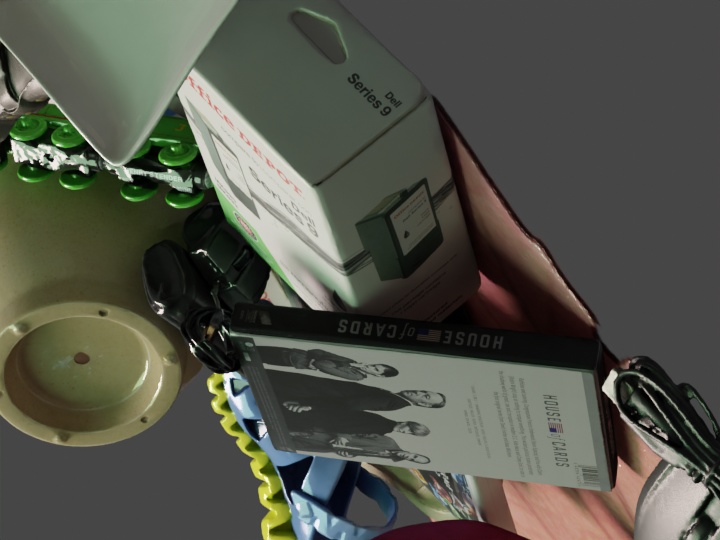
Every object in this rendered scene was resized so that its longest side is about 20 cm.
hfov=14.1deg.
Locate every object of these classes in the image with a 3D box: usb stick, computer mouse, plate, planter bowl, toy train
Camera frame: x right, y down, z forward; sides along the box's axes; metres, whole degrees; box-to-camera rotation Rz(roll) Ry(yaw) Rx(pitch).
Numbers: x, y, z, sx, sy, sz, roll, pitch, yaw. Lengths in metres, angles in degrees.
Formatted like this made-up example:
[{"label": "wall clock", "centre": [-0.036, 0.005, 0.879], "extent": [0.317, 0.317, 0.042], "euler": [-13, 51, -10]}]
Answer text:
[{"label": "usb stick", "centre": [-0.066, 0.041, 1.723], "extent": [0.200, 0.033, 0.056], "euler": [40, -160, -51]}, {"label": "computer mouse", "centre": [-0.073, 0.006, 1.634], "extent": [0.059, 0.034, 0.200], "euler": [52, -166, -19]}, {"label": "plate", "centre": [-0.120, -0.188, 1.416], "extent": [0.200, 0.200, 0.032], "euler": [47, -153, 19]}, {"label": "planter bowl", "centre": [-0.167, 0.020, 1.754], "extent": [0.135, 0.199, 0.201], "euler": [-96, -16, -48]}, {"label": "computer mouse", "centre": [0.173, 0.136, 1.496], "extent": [0.138, 0.053, 0.200], "euler": [45, 166, 23]}, {"label": "toy train", "centre": [-0.166, -0.076, 1.685], "extent": [0.199, 0.056, 0.042], "euler": [11, 128, 24]}]

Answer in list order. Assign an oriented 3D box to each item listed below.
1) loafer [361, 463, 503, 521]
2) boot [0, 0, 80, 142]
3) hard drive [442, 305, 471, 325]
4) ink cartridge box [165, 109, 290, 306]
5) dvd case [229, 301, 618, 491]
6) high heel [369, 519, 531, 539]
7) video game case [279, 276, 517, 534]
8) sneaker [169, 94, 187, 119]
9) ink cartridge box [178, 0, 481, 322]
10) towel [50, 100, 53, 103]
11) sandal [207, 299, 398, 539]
[{"label": "loafer", "centre": [0.014, 0.094, 1.910], "extent": [0.200, 0.076, 0.068], "euler": [27, 153, 41]}, {"label": "boot", "centre": [-0.170, -0.169, 1.541], "extent": [0.174, 0.069, 0.201], "euler": [0, 86, 56]}, {"label": "hard drive", "centre": [0.000, 0.000, 1.760], "extent": [0.200, 0.038, 0.140], "euler": [38, 162, 44]}, {"label": "ink cartridge box", "centre": [-0.106, -0.021, 1.921], "extent": [0.115, 0.068, 0.200], "euler": [59, 177, -31]}, {"label": "dvd case", "centre": [0.038, 0.070, 1.586], "extent": [0.199, 0.025, 0.150], "euler": [6, 152, 12]}, {"label": "high heel", "centre": [0.098, 0.189, 1.702], "extent": [0.096, 0.199, 0.068], "euler": [-160, 77, -78]}, {"label": "video game case", "centre": [0.018, 0.066, 1.748], "extent": [0.182, 0.023, 0.200], "euler": [44, 165, 31]}, {"label": "sneaker", "centre": [-0.105, -0.141, 1.677], "extent": [0.078, 0.079, 0.200], "euler": [48, -168, 29]}, {"label": "ink cartridge box", "centre": [-0.021, -0.060, 1.557], "extent": [0.146, 0.084, 0.200], "euler": [45, 166, 29]}, {"label": "towel", "centre": [-0.173, -0.076, 1.884], "extent": [0.191, 0.032, 0.201], "euler": [-113, 26, -43]}, {"label": "sandal", "centre": [-0.032, 0.107, 1.848], "extent": [0.087, 0.080, 0.201], "euler": [-7, 115, 34]}]
